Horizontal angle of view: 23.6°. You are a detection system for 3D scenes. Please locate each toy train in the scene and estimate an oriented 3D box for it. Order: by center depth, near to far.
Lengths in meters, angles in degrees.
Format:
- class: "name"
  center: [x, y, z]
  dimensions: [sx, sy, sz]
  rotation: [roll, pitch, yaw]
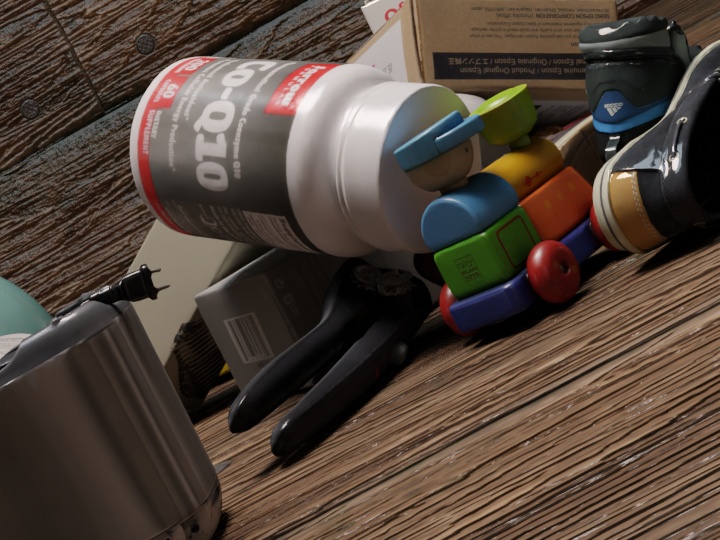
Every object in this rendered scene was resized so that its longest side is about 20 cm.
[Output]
- class: "toy train"
  center: [0.103, -0.055, 0.983]
  dimensions: [0.084, 0.116, 0.200]
  rotation: [-22, 9, 44]

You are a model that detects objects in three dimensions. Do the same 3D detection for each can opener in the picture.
- class: "can opener"
  center: [-0.012, 0.051, 0.979]
  dimensions: [0.063, 0.079, 0.200]
  rotation: [14, 25, 15]

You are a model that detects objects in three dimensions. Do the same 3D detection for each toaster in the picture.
- class: "toaster"
  center: [-0.153, 0.097, 0.838]
  dimensions: [0.199, 0.130, 0.114]
  rotation: [-29, 7, 2]

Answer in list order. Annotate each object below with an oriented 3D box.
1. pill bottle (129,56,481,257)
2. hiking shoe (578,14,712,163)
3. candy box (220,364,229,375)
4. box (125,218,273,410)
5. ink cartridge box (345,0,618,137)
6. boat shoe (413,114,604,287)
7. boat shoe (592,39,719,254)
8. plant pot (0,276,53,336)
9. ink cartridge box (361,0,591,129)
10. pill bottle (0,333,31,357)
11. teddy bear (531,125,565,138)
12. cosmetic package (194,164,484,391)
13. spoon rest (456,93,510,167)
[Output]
- class: "pill bottle"
  center: [-0.034, -0.069, 1.038]
  dimensions: [0.199, 0.115, 0.114]
  rotation: [8, 30, 40]
- class: "hiking shoe"
  center: [0.190, -0.092, 1.035]
  dimensions: [0.074, 0.088, 0.199]
  rotation: [-1, -5, 40]
- class: "candy box"
  center: [-0.049, 0.037, 1.347]
  dimensions: [0.199, 0.027, 0.102]
  rotation: [-25, 3, 29]
- class: "box"
  center: [-0.112, 0.005, 1.215]
  dimensions: [0.082, 0.068, 0.201]
  rotation: [-7, -46, -56]
- class: "ink cartridge box"
  center: [0.085, -0.144, 1.312]
  dimensions: [0.163, 0.076, 0.200]
  rotation: [-3, -8, -18]
- class: "boat shoe"
  center: [0.113, -0.050, 1.069]
  dimensions: [0.200, 0.072, 0.065]
  rotation: [-38, 32, -26]
- class: "boat shoe"
  center: [0.198, -0.074, 0.935]
  dimensions: [0.062, 0.075, 0.200]
  rotation: [-14, 19, 45]
- class: "plant pot"
  center: [-0.339, 0.101, 1.521]
  dimensions: [0.199, 0.162, 0.201]
  rotation: [-28, 5, 3]
- class: "ink cartridge box"
  center: [0.112, -0.181, 1.543]
  dimensions: [0.144, 0.201, 0.083]
  rotation: [-27, -4, 12]
- class: "pill bottle"
  center: [-0.266, 0.110, 1.328]
  dimensions: [0.114, 0.115, 0.200]
  rotation: [-28, 6, 5]
- class: "teddy bear"
  center: [0.091, -0.072, 1.352]
  dimensions: [0.199, 0.067, 0.144]
  rotation: [-24, -3, 43]
- class: "cosmetic package"
  center: [0.000, 0.000, 1.165]
  dimensions: [0.199, 0.091, 0.107]
  rotation: [-29, 6, -31]
- class: "spoon rest"
  center: [0.111, -0.088, 1.219]
  dimensions: [0.198, 0.061, 0.099]
  rotation: [-1, -13, -7]
